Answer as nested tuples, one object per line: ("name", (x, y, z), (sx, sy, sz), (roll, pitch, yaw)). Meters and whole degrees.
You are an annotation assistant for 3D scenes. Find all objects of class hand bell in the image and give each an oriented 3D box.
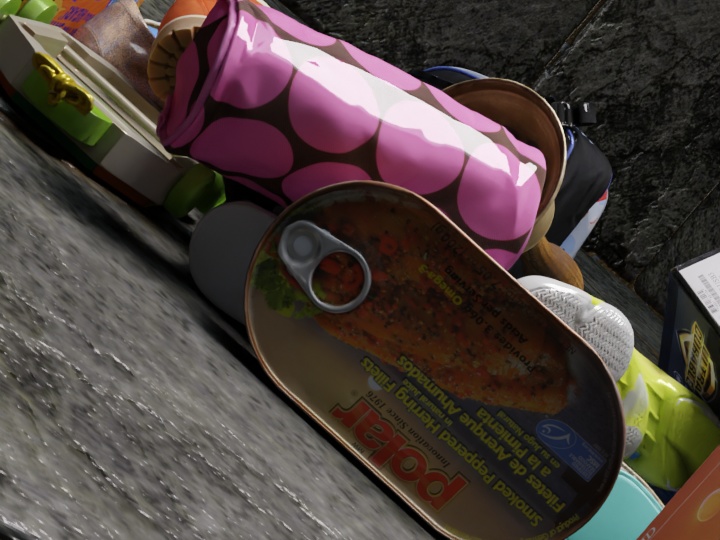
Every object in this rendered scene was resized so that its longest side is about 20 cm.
("hand bell", (0.097, -0.020, 1.186), (0.104, 0.104, 0.200), (45, 0, 32))

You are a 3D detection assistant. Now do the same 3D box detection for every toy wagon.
("toy wagon", (-0.143, -0.087, 1.089), (0.155, 0.040, 0.200), (42, 8, 4))

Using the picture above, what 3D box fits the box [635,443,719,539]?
("box", (0.187, 0.176, 0.917), (0.097, 0.125, 0.200), (39, 7, -13))

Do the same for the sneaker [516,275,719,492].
("sneaker", (0.129, 0.060, 1.214), (0.200, 0.076, 0.105), (43, -4, -33))

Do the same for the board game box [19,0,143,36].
("board game box", (-0.200, -0.278, 1.267), (0.200, 0.200, 0.200), (41, 8, 4))

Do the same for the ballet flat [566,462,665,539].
("ballet flat", (0.104, 0.116, 1.060), (0.201, 0.070, 0.065), (53, -21, 4))

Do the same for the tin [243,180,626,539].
("tin", (0.034, 0.045, 0.953), (0.200, 0.112, 0.042), (42, -2, 3))

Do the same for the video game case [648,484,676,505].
("video game case", (0.130, 0.115, 1.294), (0.181, 0.046, 0.200), (40, 8, 0))

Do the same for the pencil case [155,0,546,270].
("pencil case", (-0.006, -0.057, 1.011), (0.199, 0.094, 0.091), (28, 46, -23))

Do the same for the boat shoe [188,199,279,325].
("boat shoe", (0.002, 0.037, 1.016), (0.199, 0.072, 0.066), (34, 11, 6))

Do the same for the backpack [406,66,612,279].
("backpack", (0.088, -0.065, 1.609), (0.190, 0.201, 0.154), (38, 0, 34))

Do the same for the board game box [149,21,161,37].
("board game box", (-0.098, -0.107, 1.409), (0.152, 0.045, 0.200), (42, 7, 1))

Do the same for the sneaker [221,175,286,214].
("sneaker", (-0.034, -0.023, 1.093), (0.201, 0.075, 0.088), (64, 30, -18))

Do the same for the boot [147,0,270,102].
("boot", (-0.031, -0.108, 1.220), (0.199, 0.075, 0.108), (30, 25, -17))

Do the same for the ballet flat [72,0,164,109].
("ballet flat", (-0.088, -0.096, 1.267), (0.200, 0.067, 0.068), (40, -12, -13))

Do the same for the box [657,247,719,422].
("box", (0.249, 0.119, 1.247), (0.201, 0.049, 0.199), (87, -22, -54))
